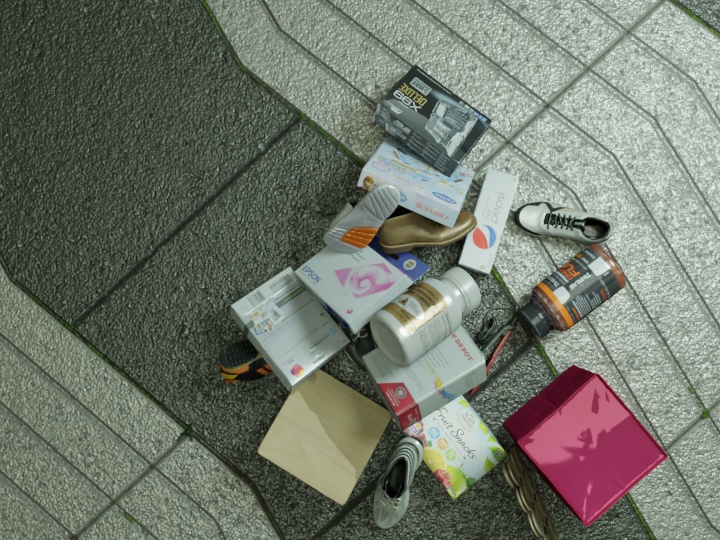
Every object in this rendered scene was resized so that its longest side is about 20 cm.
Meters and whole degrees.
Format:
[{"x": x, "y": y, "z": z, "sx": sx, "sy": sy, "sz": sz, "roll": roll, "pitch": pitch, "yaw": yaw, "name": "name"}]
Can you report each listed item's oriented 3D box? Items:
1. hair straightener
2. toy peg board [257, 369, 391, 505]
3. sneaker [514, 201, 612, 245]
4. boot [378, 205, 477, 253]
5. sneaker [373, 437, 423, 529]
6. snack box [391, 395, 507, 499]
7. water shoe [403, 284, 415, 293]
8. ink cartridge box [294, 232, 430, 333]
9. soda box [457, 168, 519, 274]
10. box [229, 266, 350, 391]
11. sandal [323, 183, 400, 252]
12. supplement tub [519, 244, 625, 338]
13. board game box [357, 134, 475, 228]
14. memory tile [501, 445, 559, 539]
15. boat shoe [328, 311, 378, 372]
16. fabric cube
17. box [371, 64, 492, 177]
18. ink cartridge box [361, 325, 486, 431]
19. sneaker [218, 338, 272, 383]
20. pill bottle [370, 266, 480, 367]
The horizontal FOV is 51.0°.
[{"x": 0.249, "y": 0.146, "z": 1.516, "sx": 0.076, "sy": 0.041, "sz": 0.201, "roll": 35, "pitch": 90, "yaw": 5, "name": "hair straightener"}, {"x": -0.072, "y": 0.329, "z": 1.516, "sx": 0.198, "sy": 0.098, "sz": 0.201, "roll": 30, "pitch": 74, "yaw": 4, "name": "toy peg board"}, {"x": 0.406, "y": -0.098, "z": 1.500, "sx": 0.197, "sy": 0.080, "sz": 0.075, "roll": 9, "pitch": 89, "yaw": 6, "name": "sneaker"}, {"x": 0.130, "y": -0.092, "z": 1.456, "sx": 0.197, "sy": 0.074, "sz": 0.076, "roll": -13, "pitch": 124, "yaw": -5, "name": "boot"}, {"x": 0.054, "y": 0.429, "z": 1.459, "sx": 0.075, "sy": 0.115, "sz": 0.203, "roll": 22, "pitch": 108, "yaw": 17, "name": "sneaker"}, {"x": 0.176, "y": 0.328, "z": 1.507, "sx": 0.142, "sy": 0.053, "sz": 0.201, "roll": -39, "pitch": 85, "yaw": 0, "name": "snack box"}, {"x": 0.054, "y": 0.081, "z": 1.492, "sx": 0.197, "sy": 0.071, "sz": 0.080, "roll": -11, "pitch": 96, "yaw": -19, "name": "water shoe"}, {"x": 0.000, "y": 0.000, "z": 1.465, "sx": 0.199, "sy": 0.044, "sz": 0.196, "roll": -40, "pitch": 47, "yaw": -13, "name": "ink cartridge box"}, {"x": 0.255, "y": -0.096, "z": 1.517, "sx": 0.067, "sy": 0.064, "sz": 0.203, "roll": 17, "pitch": 88, "yaw": 6, "name": "soda box"}, {"x": -0.140, "y": 0.112, "z": 1.500, "sx": 0.155, "sy": 0.041, "sz": 0.200, "roll": -35, "pitch": 76, "yaw": -27, "name": "box"}, {"x": 0.009, "y": -0.107, "z": 1.426, "sx": 0.079, "sy": 0.060, "sz": 0.206, "roll": 29, "pitch": 133, "yaw": -22, "name": "sandal"}, {"x": 0.411, "y": 0.046, "z": 1.478, "sx": 0.199, "sy": 0.107, "sz": 0.107, "roll": -37, "pitch": 85, "yaw": 1, "name": "supplement tub"}, {"x": 0.113, "y": -0.178, "z": 1.470, "sx": 0.198, "sy": 0.200, "sz": 0.042, "roll": 24, "pitch": 123, "yaw": 5, "name": "board game box"}, {"x": 0.327, "y": 0.443, "z": 1.444, "sx": 0.017, "sy": 0.153, "sz": 0.202, "roll": -26, "pitch": 86, "yaw": 17, "name": "memory tile"}, {"x": -0.016, "y": 0.120, "z": 1.524, "sx": 0.072, "sy": 0.063, "sz": 0.202, "roll": -28, "pitch": 86, "yaw": 2, "name": "boat shoe"}, {"x": 0.411, "y": 0.320, "z": 1.419, "sx": 0.199, "sy": 0.199, "sz": 0.197, "roll": -39, "pitch": 87, "yaw": 1, "name": "fabric cube"}, {"x": 0.142, "y": -0.300, "z": 1.502, "sx": 0.199, "sy": 0.050, "sz": 0.158, "roll": 37, "pitch": 54, "yaw": 5, "name": "box"}, {"x": 0.125, "y": 0.190, "z": 1.458, "sx": 0.198, "sy": 0.083, "sz": 0.146, "roll": -28, "pitch": 54, "yaw": -8, "name": "ink cartridge box"}, {"x": -0.191, "y": 0.177, "z": 1.538, "sx": 0.197, "sy": 0.091, "sz": 0.070, "roll": -13, "pitch": 53, "yaw": -19, "name": "sneaker"}, {"x": 0.125, "y": 0.081, "z": 1.406, "sx": 0.199, "sy": 0.114, "sz": 0.115, "roll": -33, "pitch": 85, "yaw": -23, "name": "pill bottle"}]
